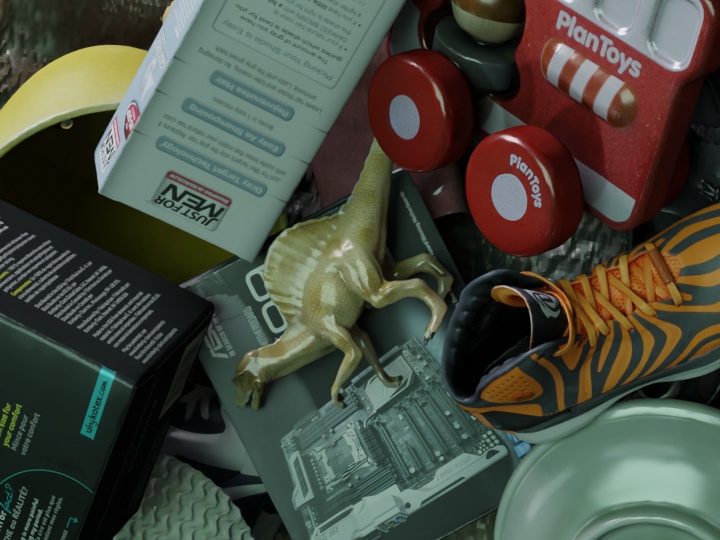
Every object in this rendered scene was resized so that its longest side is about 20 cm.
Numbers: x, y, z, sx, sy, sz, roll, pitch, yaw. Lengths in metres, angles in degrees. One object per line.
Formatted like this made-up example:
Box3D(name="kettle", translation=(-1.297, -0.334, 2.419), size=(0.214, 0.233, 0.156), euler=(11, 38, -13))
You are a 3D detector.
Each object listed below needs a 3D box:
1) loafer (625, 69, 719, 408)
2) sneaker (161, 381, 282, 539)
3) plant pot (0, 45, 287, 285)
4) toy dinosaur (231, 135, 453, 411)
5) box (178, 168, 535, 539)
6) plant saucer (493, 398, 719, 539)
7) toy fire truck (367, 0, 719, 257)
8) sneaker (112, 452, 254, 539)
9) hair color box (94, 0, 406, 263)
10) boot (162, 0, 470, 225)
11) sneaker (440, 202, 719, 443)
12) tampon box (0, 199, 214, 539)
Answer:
Box3D(name="loafer", translation=(0.181, -0.018, 0.997), size=(0.071, 0.063, 0.202), euler=(3, 93, 28))
Box3D(name="sneaker", translation=(-0.087, 0.084, 1.126), size=(0.129, 0.079, 0.200), euler=(32, 115, 14))
Box3D(name="plant pot", translation=(-0.154, -0.059, 1.109), size=(0.200, 0.199, 0.142), euler=(-43, 36, 21))
Box3D(name="toy dinosaur", translation=(0.000, 0.000, 0.979), size=(0.101, 0.058, 0.201), euler=(27, 91, -4))
Box3D(name="box", translation=(0.001, 0.064, 1.037), size=(0.157, 0.050, 0.201), euler=(-27, 95, -3))
Box3D(name="plant saucer", translation=(0.166, 0.171, 0.982), size=(0.198, 0.050, 0.202), euler=(6, 111, 16))
Box3D(name="toy fire truck", translation=(0.097, -0.117, 0.928), size=(0.200, 0.112, 0.169), euler=(41, 132, 33))
Box3D(name="sneaker", translation=(-0.151, 0.142, 1.099), size=(0.199, 0.100, 0.070), euler=(30, 73, 5))
Box3D(name="hair color box", translation=(-0.056, -0.116, 0.965), size=(0.098, 0.061, 0.201), euler=(24, 108, -22))
Box3D(name="boot", translation=(-0.030, -0.102, 1.097), size=(0.198, 0.072, 0.168), euler=(-6, 86, 23))
Box3D(name="sneaker", translation=(0.128, 0.022, 0.923), size=(0.200, 0.112, 0.078), euler=(-38, 58, 18))
Box3D(name="tampon box", translation=(-0.209, 0.057, 0.973), size=(0.199, 0.126, 0.151), euler=(26, 112, 6))
